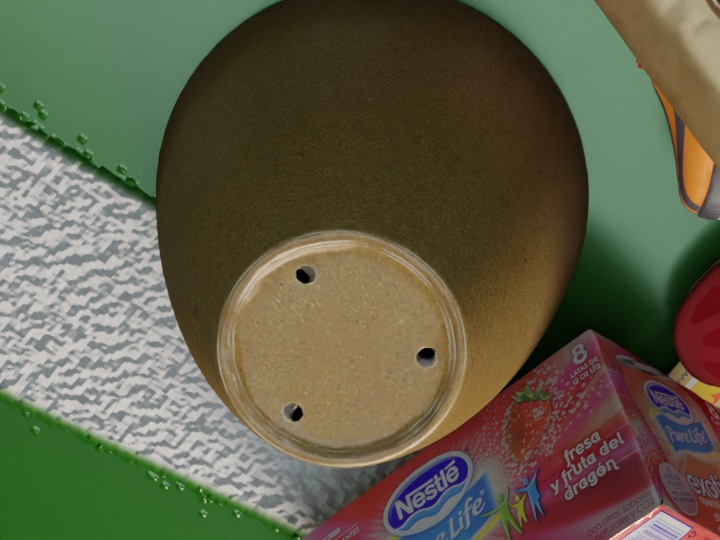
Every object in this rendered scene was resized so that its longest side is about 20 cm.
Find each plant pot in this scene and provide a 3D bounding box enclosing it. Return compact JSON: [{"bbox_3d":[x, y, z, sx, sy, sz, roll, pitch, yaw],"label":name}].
[{"bbox_3d":[0.000,0.000,1.117,0.186,0.200,0.187,1,109,3],"label":"plant pot"}]

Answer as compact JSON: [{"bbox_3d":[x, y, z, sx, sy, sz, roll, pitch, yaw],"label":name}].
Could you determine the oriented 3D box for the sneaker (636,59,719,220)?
[{"bbox_3d":[0.112,-0.121,1.143,0.112,0.078,0.201,2,97,7],"label":"sneaker"}]

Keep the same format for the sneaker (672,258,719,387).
[{"bbox_3d":[0.194,0.008,1.113,0.200,0.115,0.079,-22,86,33],"label":"sneaker"}]

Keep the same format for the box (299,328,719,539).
[{"bbox_3d":[0.063,0.129,1.176,0.200,0.095,0.103,-38,137,23],"label":"box"}]

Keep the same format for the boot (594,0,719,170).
[{"bbox_3d":[0.096,-0.104,1.076,0.175,0.066,0.200,-39,92,10],"label":"boot"}]

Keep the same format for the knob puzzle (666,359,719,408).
[{"bbox_3d":[0.177,0.147,1.221,0.219,0.030,0.220,2,101,11],"label":"knob puzzle"}]
